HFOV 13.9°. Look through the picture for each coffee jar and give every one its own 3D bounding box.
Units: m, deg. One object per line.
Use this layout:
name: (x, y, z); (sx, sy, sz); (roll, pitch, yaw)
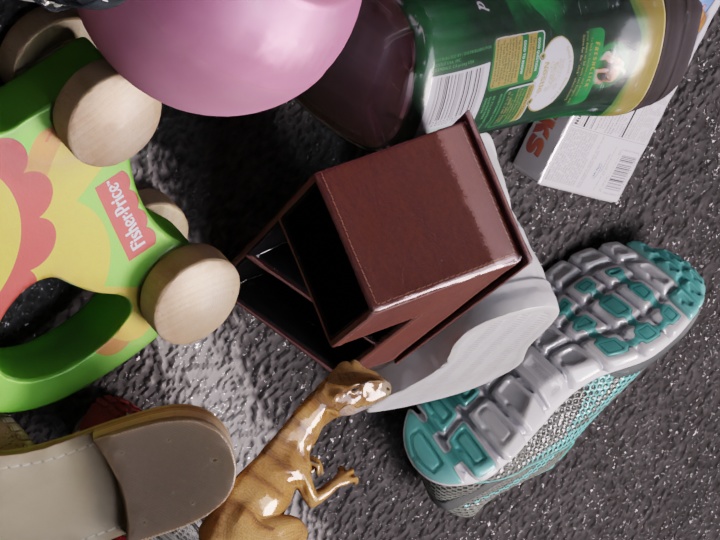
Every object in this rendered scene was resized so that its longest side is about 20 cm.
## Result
coffee jar: (0.064, -0.114, 1.379); (0.200, 0.104, 0.086); (-12, 128, -42)

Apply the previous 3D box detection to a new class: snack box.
snack box: (0.150, -0.132, 1.521); (0.072, 0.024, 0.201); (11, 110, -48)

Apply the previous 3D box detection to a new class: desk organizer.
desk organizer: (0.000, 0.000, 1.335); (0.077, 0.072, 0.200); (-20, 172, -20)

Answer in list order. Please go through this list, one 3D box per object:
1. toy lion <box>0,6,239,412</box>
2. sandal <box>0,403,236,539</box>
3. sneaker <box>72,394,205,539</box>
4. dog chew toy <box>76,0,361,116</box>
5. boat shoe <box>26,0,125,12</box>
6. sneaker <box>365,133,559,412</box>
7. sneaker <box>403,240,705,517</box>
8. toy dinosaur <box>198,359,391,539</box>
toy lion: (-0.165, -0.008, 1.265); (0.191, 0.069, 0.200); (-35, 140, -11)
sandal: (-0.162, 0.098, 1.333); (0.211, 0.070, 0.078); (-12, 109, -4)
sneaker: (-0.098, 0.138, 1.428); (0.082, 0.078, 0.200); (-39, 140, -15)
dog chew toy: (-0.026, -0.151, 1.177); (0.124, 0.125, 0.200); (5, 145, -48)
boat shoe: (-0.078, -0.191, 1.117); (0.075, 0.060, 0.201); (19, 88, -45)
sneaker: (0.037, -0.004, 1.460); (0.073, 0.116, 0.200); (-13, 166, -22)
sneaker: (0.103, 0.061, 1.600); (0.200, 0.078, 0.091); (-34, 155, -18)
toy dinosaur: (-0.058, 0.125, 1.334); (0.200, 0.060, 0.106); (-57, 155, -21)
